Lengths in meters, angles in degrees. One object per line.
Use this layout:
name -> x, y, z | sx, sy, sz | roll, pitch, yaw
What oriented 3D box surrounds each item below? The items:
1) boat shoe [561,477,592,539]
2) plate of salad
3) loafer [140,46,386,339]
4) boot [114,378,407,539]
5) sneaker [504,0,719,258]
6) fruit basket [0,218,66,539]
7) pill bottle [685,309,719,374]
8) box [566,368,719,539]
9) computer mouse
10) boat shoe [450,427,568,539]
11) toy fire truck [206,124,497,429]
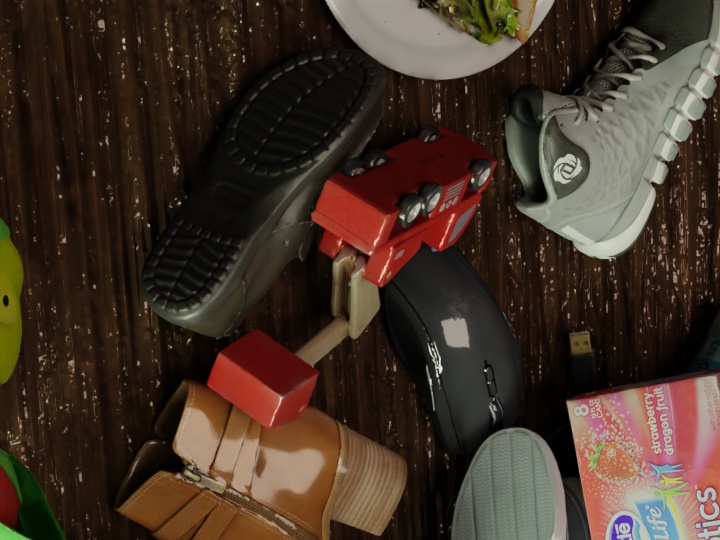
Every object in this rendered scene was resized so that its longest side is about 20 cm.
boat shoe -> 0.114, 0.236, 1.258 | 0.071, 0.070, 0.202 | -1, 106, -33
plate of salad -> 0.057, -0.215, 1.146 | 0.199, 0.048, 0.201 | -7, 104, -31
loafer -> -0.053, -0.045, 1.108 | 0.200, 0.073, 0.071 | -52, 151, -14
boot -> -0.076, 0.170, 1.127 | 0.155, 0.077, 0.201 | 22, 101, -25
sneaker -> 0.157, -0.115, 1.215 | 0.115, 0.075, 0.201 | 21, 89, -31
fruit basket -> -0.232, 0.065, 0.967 | 0.214, 0.155, 0.217 | -6, 108, -19
pill bottle -> 0.256, 0.129, 1.303 | 0.111, 0.111, 0.201 | 34, 81, -33
box -> 0.203, 0.168, 1.201 | 0.095, 0.102, 0.201 | 2, 78, -70
computer mouse -> 0.099, 0.063, 1.229 | 0.140, 0.046, 0.201 | -28, 113, -24
boat shoe -> 0.097, 0.203, 1.198 | 0.067, 0.073, 0.201 | 38, 54, -64
toy fire truck -> 0.000, 0.000, 1.119 | 0.200, 0.049, 0.142 | -29, 146, -56
